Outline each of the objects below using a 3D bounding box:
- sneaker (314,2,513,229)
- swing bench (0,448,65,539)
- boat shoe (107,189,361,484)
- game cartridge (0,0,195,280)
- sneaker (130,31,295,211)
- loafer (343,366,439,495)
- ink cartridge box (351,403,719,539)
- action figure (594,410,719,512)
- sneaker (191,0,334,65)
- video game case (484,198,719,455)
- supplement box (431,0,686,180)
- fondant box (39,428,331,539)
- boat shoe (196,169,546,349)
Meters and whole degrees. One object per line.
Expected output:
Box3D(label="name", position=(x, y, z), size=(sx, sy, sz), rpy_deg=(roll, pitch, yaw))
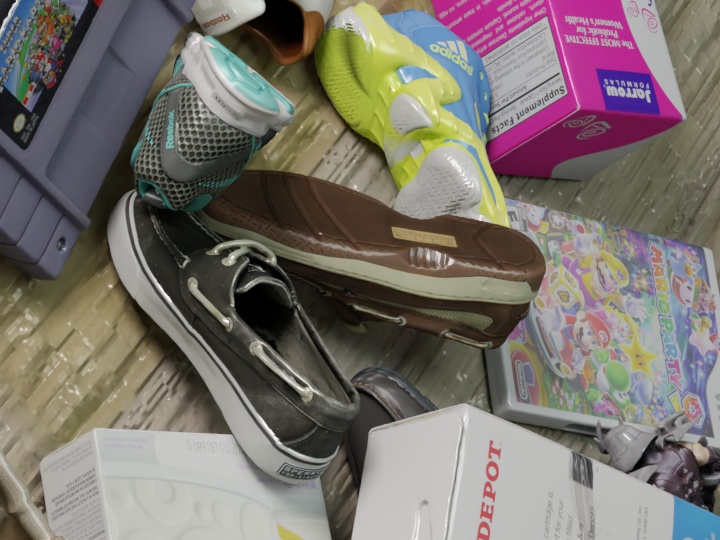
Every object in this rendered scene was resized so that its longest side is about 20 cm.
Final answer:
Box3D(label="sneaker", position=(0.058, -0.078, 1.628), size=(0.105, 0.076, 0.200), rpy_deg=(-24, 83, -46))
Box3D(label="swing bench", position=(-0.269, 0.103, 1.213), size=(0.200, 0.130, 0.199), rpy_deg=(-30, 88, -51))
Box3D(label="boat shoe", position=(-0.063, 0.019, 1.439), size=(0.071, 0.064, 0.200), rpy_deg=(-4, 48, -47))
Box3D(label="game cartridge", position=(-0.154, -0.111, 1.406), size=(0.201, 0.038, 0.130), rpy_deg=(-65, 149, -17))
Box3D(label="sneaker", position=(-0.089, -0.074, 1.462), size=(0.078, 0.091, 0.200), rpy_deg=(40, 1, -1))
Box3D(label="loafer", position=(0.034, 0.149, 1.491), size=(0.072, 0.073, 0.201), rpy_deg=(-23, 83, -42))
Box3D(label="ink cartridge box", position=(0.091, 0.173, 1.431), size=(0.200, 0.084, 0.145), rpy_deg=(26, 62, -33))
Box3D(label="action figure", position=(0.204, 0.168, 1.634), size=(0.200, 0.069, 0.130), rpy_deg=(50, 52, -3))
Box3D(label="sneaker", position=(-0.087, -0.186, 1.539), size=(0.200, 0.073, 0.085), rpy_deg=(34, 55, -35))
Box3D(label="video game case", position=(0.153, 0.036, 1.691), size=(0.199, 0.018, 0.144), rpy_deg=(12, 60, -37))
Box3D(label="supplement box", position=(0.114, -0.167, 1.707), size=(0.101, 0.103, 0.201), rpy_deg=(1, 69, -42))
Box3D(label="fondant box", position=(-0.076, 0.185, 1.383), size=(0.144, 0.058, 0.201), rpy_deg=(6, 65, -40))
Box3D(label="boat shoe", position=(0.000, 0.004, 1.536), size=(0.202, 0.075, 0.075), rpy_deg=(14, 32, -10))
